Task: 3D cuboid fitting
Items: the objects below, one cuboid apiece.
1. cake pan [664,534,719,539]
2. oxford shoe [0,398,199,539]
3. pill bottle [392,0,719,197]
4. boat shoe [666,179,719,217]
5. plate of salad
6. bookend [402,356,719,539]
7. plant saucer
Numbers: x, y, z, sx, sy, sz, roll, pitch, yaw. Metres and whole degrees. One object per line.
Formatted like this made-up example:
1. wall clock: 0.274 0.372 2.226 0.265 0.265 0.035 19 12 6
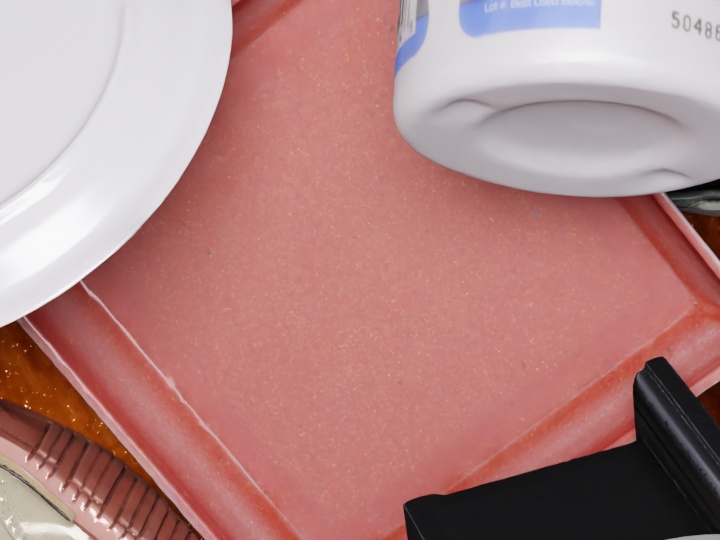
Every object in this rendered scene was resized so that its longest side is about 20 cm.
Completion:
1. cake pan: 0.096 0.162 0.736 0.199 0.037 0.201 -7 119 -13
2. oxford shoe: -0.123 0.084 0.823 0.200 0.071 0.074 37 95 2
3. pill bottle: 0.071 -0.133 0.735 0.113 0.114 0.201 7 74 -10
4. boat shoe: 0.074 -0.053 0.858 0.199 0.064 0.071 1 88 -10
5. plate of salad: -0.132 -0.053 0.791 0.199 0.048 0.201 -9 56 14
6. bookend: 0.031 0.157 0.790 0.199 0.092 0.199 -15 121 -10
7. plant saucer: 0.000 0.000 0.825 0.199 0.037 0.200 -38 98 15
